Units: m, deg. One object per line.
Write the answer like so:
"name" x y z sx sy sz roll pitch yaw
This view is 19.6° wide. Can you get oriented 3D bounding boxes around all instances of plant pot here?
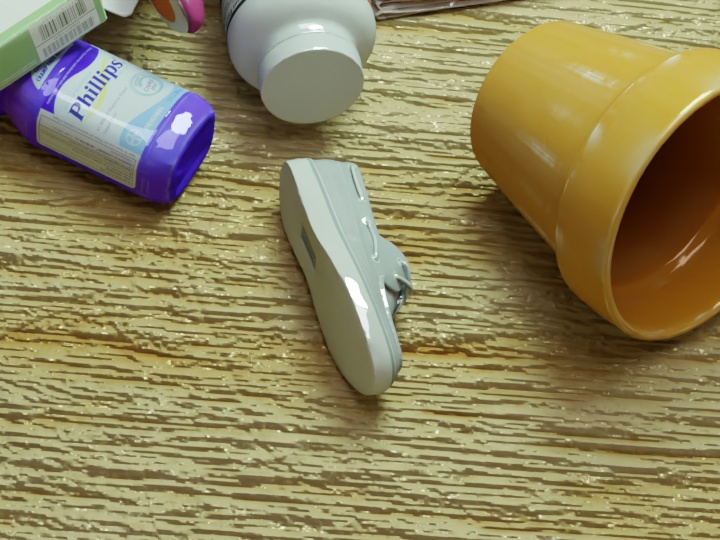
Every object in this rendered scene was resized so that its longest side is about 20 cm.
"plant pot" 0.182 -0.082 1.467 0.199 0.201 0.183 -26 44 -29

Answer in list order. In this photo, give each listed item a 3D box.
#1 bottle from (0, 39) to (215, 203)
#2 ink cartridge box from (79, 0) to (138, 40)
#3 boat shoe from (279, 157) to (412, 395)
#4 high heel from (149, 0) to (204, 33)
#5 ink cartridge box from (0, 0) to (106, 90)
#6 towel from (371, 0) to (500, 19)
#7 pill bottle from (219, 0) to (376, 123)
"bottle" -0.205 -0.122 1.484 0.199 0.065 0.084 26 55 10
"ink cartridge box" -0.249 -0.234 1.568 0.199 0.068 0.116 19 50 4
"boat shoe" 0.000 0.000 1.432 0.068 0.072 0.201 -8 44 -18
"high heel" -0.121 -0.251 1.519 0.095 0.068 0.201 -15 53 -12
"ink cartridge box" -0.294 -0.212 1.474 0.145 0.048 0.200 -36 62 -14
"towel" 0.064 -0.296 1.711 0.190 0.032 0.201 -11 55 -21
"pill bottle" -0.051 -0.209 1.560 0.111 0.113 0.201 -2 51 -14
